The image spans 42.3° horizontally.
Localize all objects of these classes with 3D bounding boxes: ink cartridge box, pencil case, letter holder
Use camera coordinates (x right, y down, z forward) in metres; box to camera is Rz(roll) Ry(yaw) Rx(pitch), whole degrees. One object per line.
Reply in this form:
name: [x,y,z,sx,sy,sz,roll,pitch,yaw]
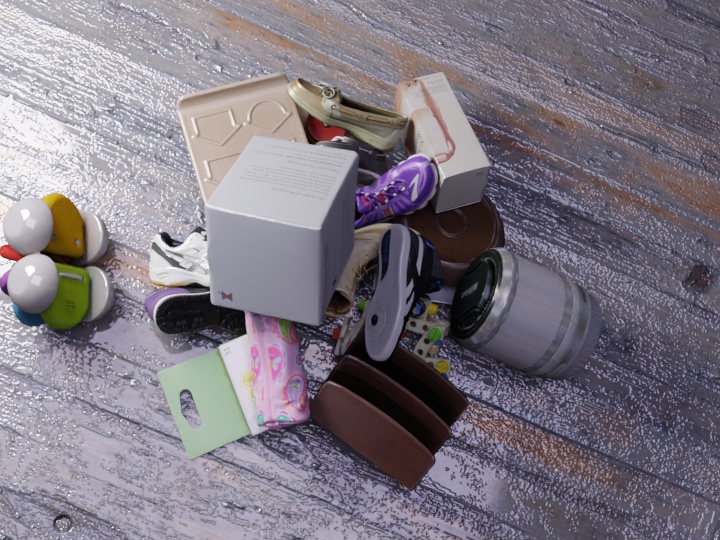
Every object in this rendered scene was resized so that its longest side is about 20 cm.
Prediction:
ink cartridge box: [-0.189,0.182,1.409,0.197,0.048,0.148,-21,89,-16]
pencil case: [-0.126,0.127,1.361,0.086,0.087,0.204,-8,88,-11]
letter holder: [0.044,0.200,1.385,0.199,0.143,0.101,36,34,2]

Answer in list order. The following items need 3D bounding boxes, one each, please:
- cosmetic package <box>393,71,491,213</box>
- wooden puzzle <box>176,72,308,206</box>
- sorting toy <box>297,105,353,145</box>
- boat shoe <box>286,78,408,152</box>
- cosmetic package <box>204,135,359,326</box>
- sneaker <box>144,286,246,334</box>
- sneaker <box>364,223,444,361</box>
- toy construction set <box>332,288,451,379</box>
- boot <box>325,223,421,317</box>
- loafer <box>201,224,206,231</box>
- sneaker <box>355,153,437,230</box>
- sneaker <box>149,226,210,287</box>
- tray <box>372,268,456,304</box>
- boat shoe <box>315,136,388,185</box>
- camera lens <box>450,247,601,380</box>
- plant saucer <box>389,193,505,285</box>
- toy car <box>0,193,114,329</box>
cosmetic package: [0.129,-0.209,1.518,0.086,0.104,0.202,-16,61,-14]
wooden puzzle: [-0.174,-0.190,1.451,0.182,0.046,0.203,-16,83,-12]
sorting toy: [-0.118,-0.204,1.521,0.197,0.070,0.202,17,73,-3]
boat shoe: [-0.021,-0.258,1.467,0.198,0.074,0.064,26,115,-15]
cosmetic package: [-0.105,-0.060,1.306,0.163,0.169,0.201,11,38,10]
sneaker: [-0.234,0.048,1.434,0.197,0.087,0.077,2,104,-33]
sneaker: [0.075,0.042,1.383,0.111,0.072,0.204,18,78,-40]
toy construction set: [0.057,0.098,1.461,0.197,0.092,0.133,13,105,3]
boot: [0.000,0.000,1.425,0.196,0.074,0.157,1,41,2]
loafer: [-0.163,-0.021,1.469,0.198,0.072,0.063,31,32,0]
sneaker: [0.035,-0.111,1.466,0.199,0.083,0.081,-33,82,25]
sneaker: [-0.227,-0.021,1.409,0.196,0.076,0.089,1,97,6]
tray: [0.121,0.000,1.528,0.196,0.022,0.109,10,75,-6]
boat shoe: [-0.017,-0.184,1.481,0.066,0.199,0.058,-3,79,30]
camera lens: [0.250,0.068,1.443,0.198,0.160,0.162,23,72,-17]
plant saucer: [0.147,-0.074,1.528,0.197,0.035,0.203,5,63,-9]
toy car: [-0.470,-0.006,1.383,0.148,0.174,0.204,-16,76,23]
